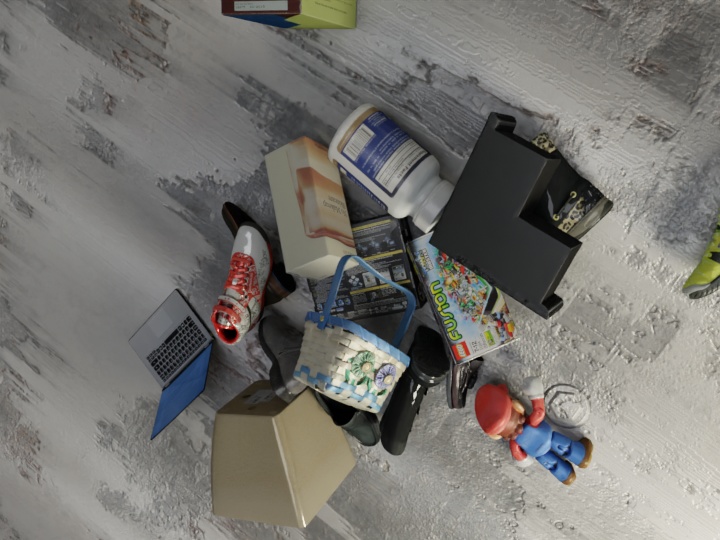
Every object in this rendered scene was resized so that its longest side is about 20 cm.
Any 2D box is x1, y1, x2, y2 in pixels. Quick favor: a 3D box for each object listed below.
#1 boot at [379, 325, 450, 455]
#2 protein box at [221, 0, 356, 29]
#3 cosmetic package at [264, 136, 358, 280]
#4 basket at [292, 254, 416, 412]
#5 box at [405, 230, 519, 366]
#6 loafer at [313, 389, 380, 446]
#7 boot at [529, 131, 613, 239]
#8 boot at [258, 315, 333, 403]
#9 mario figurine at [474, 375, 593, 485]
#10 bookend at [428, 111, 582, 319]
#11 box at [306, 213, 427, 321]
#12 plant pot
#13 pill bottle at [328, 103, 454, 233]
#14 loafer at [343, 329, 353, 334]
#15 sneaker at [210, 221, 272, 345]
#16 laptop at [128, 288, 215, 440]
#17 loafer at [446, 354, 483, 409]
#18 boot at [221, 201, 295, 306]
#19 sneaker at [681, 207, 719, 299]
[{"bbox_3d":[0.078,0.214,1.074,0.065,0.165,0.203,23,109,1],"label":"boot"},{"bbox_3d":[-0.099,-0.471,0.963,0.132,0.198,0.205,8,106,21],"label":"protein box"},{"bbox_3d":[-0.079,-0.098,1.064,0.086,0.103,0.204,-19,75,25],"label":"cosmetic package"},{"bbox_3d":[0.001,0.099,0.994,0.137,0.175,0.204,3,69,47],"label":"basket"},{"bbox_3d":[0.156,0.032,1.019,0.108,0.035,0.204,-22,83,-1],"label":"box"},{"bbox_3d":[-0.026,0.246,1.144,0.067,0.071,0.202,-20,122,22],"label":"loafer"},{"bbox_3d":[0.250,-0.086,0.981,0.203,0.073,0.155,-42,80,26],"label":"boot"},{"bbox_3d":[-0.101,0.122,1.135,0.131,0.070,0.201,-39,41,10],"label":"boot"},{"bbox_3d":[0.272,0.246,1.061,0.198,0.106,0.125,35,78,0],"label":"mario figurine"},{"bbox_3d":[0.228,-0.078,0.901,0.197,0.092,0.203,33,113,23],"label":"bookend"},{"bbox_3d":[0.000,0.000,1.119,0.196,0.049,0.165,-12,100,26],"label":"box"},{"bbox_3d":[-0.147,0.302,1.157,0.196,0.199,0.181,-3,105,28],"label":"plant pot"},{"bbox_3d":[0.054,-0.155,1.023,0.199,0.111,0.112,42,115,9],"label":"pill bottle"},{"bbox_3d":[-0.085,0.154,1.180,0.197,0.069,0.076,-26,92,26],"label":"loafer"},{"bbox_3d":[-0.203,0.028,1.112,0.066,0.108,0.205,17,121,13],"label":"sneaker"},{"bbox_3d":[-0.384,0.182,1.291,0.187,0.116,0.201,-41,85,25],"label":"laptop"},{"bbox_3d":[0.175,0.131,1.065,0.062,0.072,0.205,5,102,17],"label":"loafer"},{"bbox_3d":[-0.210,-0.019,1.190,0.096,0.075,0.202,-35,90,23],"label":"boot"},{"bbox_3d":[0.502,-0.047,0.885,0.076,0.075,0.201,43,105,16],"label":"sneaker"}]
